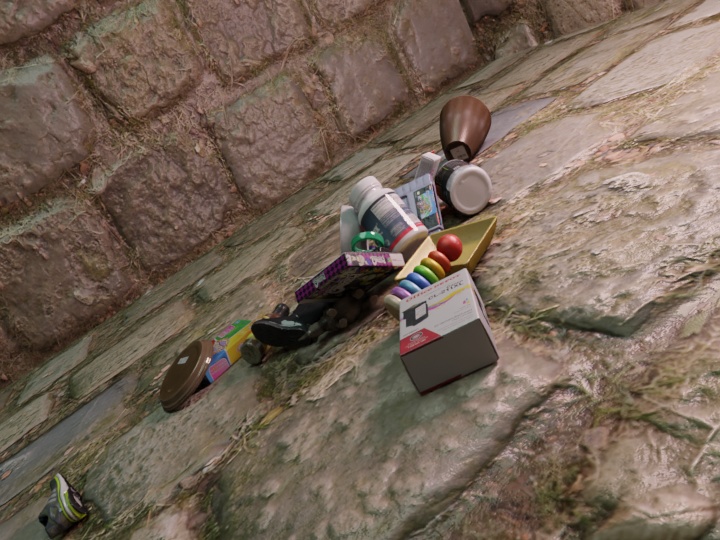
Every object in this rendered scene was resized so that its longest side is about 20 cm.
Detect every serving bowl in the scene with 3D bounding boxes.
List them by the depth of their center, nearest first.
[{"bbox_3d":[-0.012,-0.067,1.573,0.063,0.207,0.201,-2,21,3],"label":"serving bowl"}]

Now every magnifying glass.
[{"bbox_3d":[0.020,-0.033,1.456,0.077,0.202,0.023,-5,59,2],"label":"magnifying glass"}]

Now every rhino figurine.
[{"bbox_3d":[-0.055,0.105,1.362,0.197,0.061,0.087,-33,2,-10],"label":"rhino figurine"}]

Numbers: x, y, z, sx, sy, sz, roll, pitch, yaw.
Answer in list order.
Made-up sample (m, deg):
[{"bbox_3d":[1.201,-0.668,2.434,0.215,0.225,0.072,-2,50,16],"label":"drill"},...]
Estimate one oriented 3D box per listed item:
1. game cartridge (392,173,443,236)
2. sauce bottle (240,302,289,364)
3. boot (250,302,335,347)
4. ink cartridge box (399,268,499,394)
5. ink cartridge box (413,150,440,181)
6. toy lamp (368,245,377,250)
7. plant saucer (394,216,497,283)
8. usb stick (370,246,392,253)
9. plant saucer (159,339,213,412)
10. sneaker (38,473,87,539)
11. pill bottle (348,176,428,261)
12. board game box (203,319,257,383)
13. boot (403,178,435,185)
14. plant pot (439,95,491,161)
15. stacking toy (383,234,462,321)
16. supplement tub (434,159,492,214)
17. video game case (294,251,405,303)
[{"bbox_3d":[0.143,-0.140,1.555,0.127,0.038,0.206,-25,57,28],"label":"game cartridge"},{"bbox_3d":[-0.233,0.152,1.528,0.063,0.066,0.201,-20,19,27],"label":"sauce bottle"},{"bbox_3d":[-0.156,0.100,1.489,0.159,0.067,0.202,6,35,17],"label":"boot"},{"bbox_3d":[0.142,0.097,1.032,0.143,0.084,0.201,-27,19,13],"label":"ink cartridge box"},{"bbox_3d":[0.175,-0.225,1.696,0.042,0.206,0.173,21,21,13],"label":"ink cartridge box"},{"bbox_3d":[0.117,-0.091,1.616,0.196,0.059,0.058,-28,18,7],"label":"toy lamp"},{"bbox_3d":[0.197,-0.031,1.341,0.196,0.049,0.200,-15,23,42],"label":"plant saucer"},{"bbox_3d":[0.000,0.000,1.454,0.198,0.054,0.034,-35,47,42],"label":"usb stick"},{"bbox_3d":[-0.444,0.259,1.537,0.198,0.029,0.203,-38,29,25],"label":"plant saucer"},{"bbox_3d":[-0.634,0.490,1.271,0.081,0.075,0.198,-42,19,-25],"label":"sneaker"},{"bbox_3d":[0.062,-0.126,1.480,0.118,0.201,0.120,-34,-21,-15],"label":"pill bottle"},{"bbox_3d":[-0.359,0.209,1.613,0.199,0.041,0.151,-42,21,-30],"label":"board game box"},{"bbox_3d":[0.135,-0.205,1.892,0.200,0.073,0.180,-46,20,-22],"label":"boot"},{"bbox_3d":[0.344,-0.453,2.057,0.183,0.188,0.203,-18,36,33],"label":"plant pot"},{"bbox_3d":[0.134,0.012,1.197,0.201,0.085,0.085,-50,22,-12],"label":"stacking toy"},{"bbox_3d":[0.267,-0.228,1.627,0.120,0.125,0.201,-29,18,2],"label":"supplement tub"},{"bbox_3d":[-0.025,0.018,1.367,0.178,0.037,0.198,-1,-25,-44],"label":"video game case"}]
